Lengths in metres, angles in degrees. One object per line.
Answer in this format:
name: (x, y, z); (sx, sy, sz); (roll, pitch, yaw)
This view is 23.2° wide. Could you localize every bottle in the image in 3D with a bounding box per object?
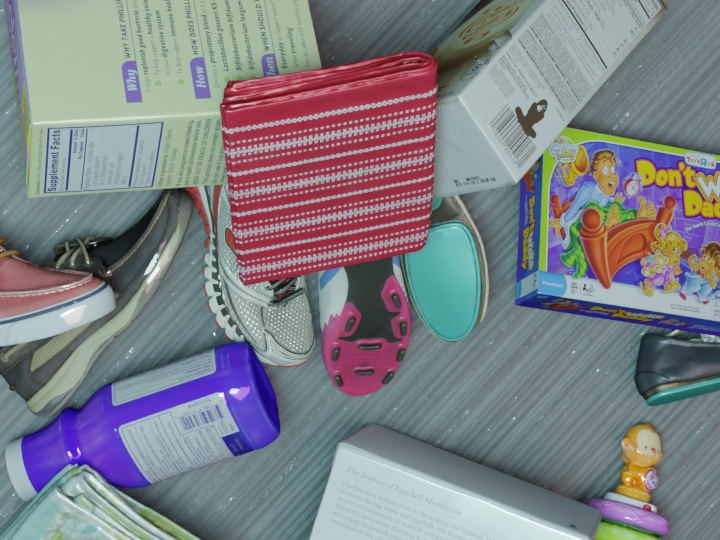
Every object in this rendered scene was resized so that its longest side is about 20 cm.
bottle: (-0.161, 0.118, 1.287); (0.198, 0.066, 0.084); (-19, 133, 7)

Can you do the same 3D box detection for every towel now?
towel: (-0.200, 0.248, 1.297); (0.171, 0.048, 0.200); (35, 118, -17)
towel: (-0.020, -0.066, 1.174); (0.143, 0.023, 0.201); (-11, 145, -8)

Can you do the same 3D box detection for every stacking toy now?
stacking toy: (0.212, 0.223, 1.425); (0.115, 0.109, 0.202); (21, 81, -28)

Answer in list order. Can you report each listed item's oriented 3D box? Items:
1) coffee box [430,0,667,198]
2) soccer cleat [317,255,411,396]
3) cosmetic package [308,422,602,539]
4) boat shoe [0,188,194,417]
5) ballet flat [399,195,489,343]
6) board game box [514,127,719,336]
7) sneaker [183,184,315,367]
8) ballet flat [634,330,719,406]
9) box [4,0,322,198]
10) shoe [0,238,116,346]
coffee box: (0.115, -0.149, 1.263); (0.200, 0.114, 0.080); (-48, 112, -27)
soccer cleat: (0.000, 0.000, 1.327); (0.069, 0.087, 0.202); (-6, 127, -9)
cosmetic package: (0.056, 0.247, 1.325); (0.198, 0.123, 0.202); (20, 98, 11)
boat shoe: (-0.196, 0.015, 1.257); (0.073, 0.075, 0.200); (36, 101, -12)
ballet flat: (0.057, -0.046, 1.330); (0.067, 0.062, 0.202); (-11, 108, 16)
board game box: (0.221, -0.029, 1.362); (0.198, 0.045, 0.136); (8, 74, -17)
sneaker: (-0.072, -0.021, 1.277); (0.078, 0.082, 0.202); (-34, 115, -43)
ballet flat: (0.317, 0.065, 1.426); (0.198, 0.073, 0.074); (-5, 103, -8)
box: (-0.137, -0.154, 1.191); (0.198, 0.097, 0.178); (-5, 64, -15)
shoe: (-0.265, 0.001, 1.209); (0.198, 0.071, 0.092); (-6, 104, 26)
